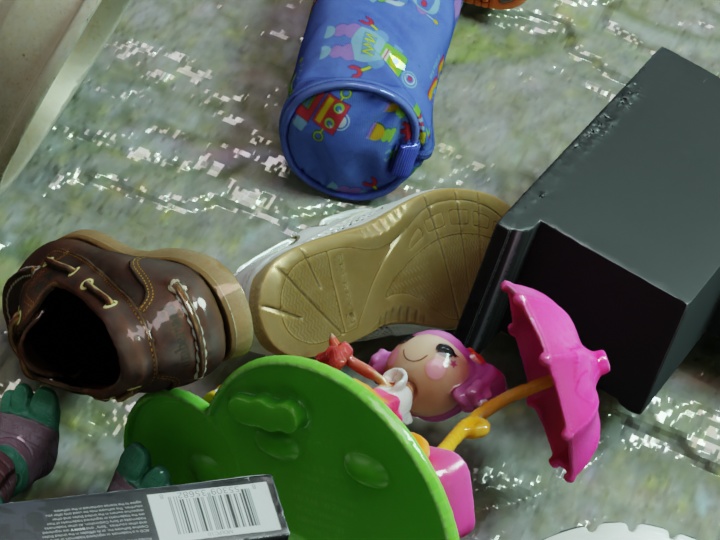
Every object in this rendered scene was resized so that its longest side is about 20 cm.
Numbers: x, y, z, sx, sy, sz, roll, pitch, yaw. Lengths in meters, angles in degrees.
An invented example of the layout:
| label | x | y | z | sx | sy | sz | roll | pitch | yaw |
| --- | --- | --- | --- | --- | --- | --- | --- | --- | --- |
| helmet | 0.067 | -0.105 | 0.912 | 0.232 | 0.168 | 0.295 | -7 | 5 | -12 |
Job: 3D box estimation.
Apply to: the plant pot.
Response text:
| label | x | y | z | sx | sy | sz | roll | pitch | yaw |
| --- | --- | --- | --- | --- | --- | --- | --- | --- | --- |
| plant pot | -0.204 | -0.170 | 1.433 | 0.183 | 0.201 | 0.201 | 32 | 44 | -3 |

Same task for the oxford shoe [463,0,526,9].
| label | x | y | z | sx | sy | sz | roll | pitch | yaw |
| --- | --- | --- | --- | --- | --- | --- | --- | --- | --- |
| oxford shoe | 0.039 | -0.222 | 1.679 | 0.073 | 0.071 | 0.200 | -25 | 55 | -40 |

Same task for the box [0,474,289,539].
| label | x | y | z | sx | sy | sz | roll | pitch | yaw |
| --- | --- | --- | --- | --- | --- | --- | --- | --- | --- |
| box | -0.114 | 0.161 | 1.144 | 0.142 | 0.200 | 0.036 | -5 | 50 | -19 |

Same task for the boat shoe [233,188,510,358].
| label | x | y | z | sx | sy | sz | roll | pitch | yaw |
| --- | --- | --- | --- | --- | --- | --- | --- | --- | --- |
| boat shoe | 0.000 | 0.000 | 1.437 | 0.069 | 0.071 | 0.200 | -3 | 6 | 44 |

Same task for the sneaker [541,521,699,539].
| label | x | y | z | sx | sy | sz | roll | pitch | yaw |
| --- | --- | --- | --- | --- | --- | --- | --- | --- | --- |
| sneaker | 0.154 | 0.173 | 1.292 | 0.199 | 0.075 | 0.085 | 12 | 50 | 4 |

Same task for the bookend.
| label | x | y | z | sx | sy | sz | roll | pitch | yaw |
| --- | --- | --- | --- | --- | --- | --- | --- | --- | --- |
| bookend | 0.182 | 0.010 | 1.441 | 0.200 | 0.092 | 0.199 | 29 | 40 | 13 |

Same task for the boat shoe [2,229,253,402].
| label | x | y | z | sx | sy | sz | roll | pitch | yaw |
| --- | --- | --- | --- | --- | --- | --- | --- | --- | --- |
| boat shoe | -0.125 | 0.023 | 1.318 | 0.070 | 0.200 | 0.071 | -25 | 100 | -27 |

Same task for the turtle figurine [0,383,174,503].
| label | x | y | z | sx | sy | sz | roll | pitch | yaw |
| --- | --- | --- | --- | --- | --- | --- | --- | --- | --- |
| turtle figurine | -0.174 | 0.118 | 1.247 | 0.150 | 0.101 | 0.200 | 45 | 34 | 10 |

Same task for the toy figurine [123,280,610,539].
| label | x | y | z | sx | sy | sz | roll | pitch | yaw |
| --- | --- | --- | --- | --- | --- | --- | --- | --- | --- |
| toy figurine | 0.023 | 0.071 | 1.331 | 0.199 | 0.151 | 0.184 | 12 | 29 | 40 |

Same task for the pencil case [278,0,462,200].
| label | x | y | z | sx | sy | sz | roll | pitch | yaw |
| --- | --- | --- | --- | --- | --- | --- | --- | --- | --- |
| pencil case | 0.013 | -0.125 | 1.564 | 0.086 | 0.078 | 0.200 | 16 | 43 | -1 |
